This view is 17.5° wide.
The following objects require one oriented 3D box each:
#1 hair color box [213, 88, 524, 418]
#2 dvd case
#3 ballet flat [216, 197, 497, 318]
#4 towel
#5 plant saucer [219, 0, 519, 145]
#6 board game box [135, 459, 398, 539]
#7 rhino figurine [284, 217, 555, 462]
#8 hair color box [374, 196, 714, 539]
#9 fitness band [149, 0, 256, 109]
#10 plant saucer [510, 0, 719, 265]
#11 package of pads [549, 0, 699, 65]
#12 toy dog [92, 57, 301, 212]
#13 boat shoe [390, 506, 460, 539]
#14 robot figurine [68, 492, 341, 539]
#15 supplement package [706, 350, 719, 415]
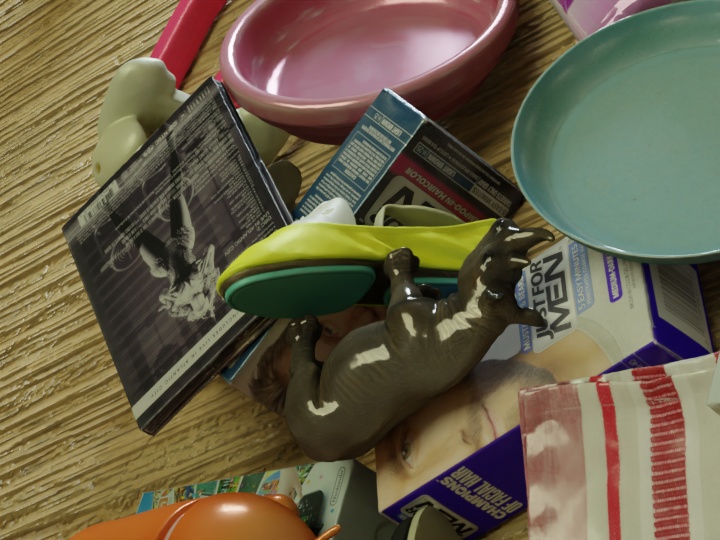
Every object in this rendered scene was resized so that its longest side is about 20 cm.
[{"bbox_3d":[0.000,0.000,1.439,0.200,0.100,0.061,-53,36,4],"label":"hair color box"},{"bbox_3d":[-0.110,-0.012,1.463,0.149,0.016,0.200,-44,43,15],"label":"dvd case"},{"bbox_3d":[0.005,-0.009,1.361,0.067,0.199,0.067,128,137,-52],"label":"ballet flat"},{"bbox_3d":[0.161,0.114,1.151,0.200,0.023,0.145,-14,73,40],"label":"towel"},{"bbox_3d":[0.009,-0.144,1.536,0.200,0.051,0.201,-12,34,8],"label":"plant saucer"},{"bbox_3d":[-0.069,0.200,1.388,0.200,0.064,0.148,-15,49,46],"label":"board game box"},{"bbox_3d":[0.032,0.036,1.289,0.200,0.060,0.088,-36,41,25],"label":"rhino figurine"},{"bbox_3d":[0.097,0.060,1.297,0.200,0.065,0.110,-37,38,30],"label":"hair color box"},{"bbox_3d":[-0.110,-0.169,1.792,0.143,0.037,0.200,7,66,57],"label":"fitness band"},{"bbox_3d":[0.182,-0.072,1.268,0.199,0.027,0.201,-11,45,11],"label":"plant saucer"},{"bbox_3d":[0.166,-0.195,1.419,0.121,0.076,0.200,-45,34,14],"label":"package of pads"},{"bbox_3d":[-0.122,-0.019,1.584,0.194,0.139,0.200,-49,34,22],"label":"toy dog"},{"bbox_3d":[0.024,0.219,1.239,0.063,0.074,0.202,-21,50,30],"label":"boat shoe"},{"bbox_3d":[-0.096,0.186,1.274,0.200,0.144,0.117,-19,76,41],"label":"robot figurine"},{"bbox_3d":[0.275,-0.001,1.038,0.152,0.151,0.201,-11,53,47],"label":"supplement package"}]
